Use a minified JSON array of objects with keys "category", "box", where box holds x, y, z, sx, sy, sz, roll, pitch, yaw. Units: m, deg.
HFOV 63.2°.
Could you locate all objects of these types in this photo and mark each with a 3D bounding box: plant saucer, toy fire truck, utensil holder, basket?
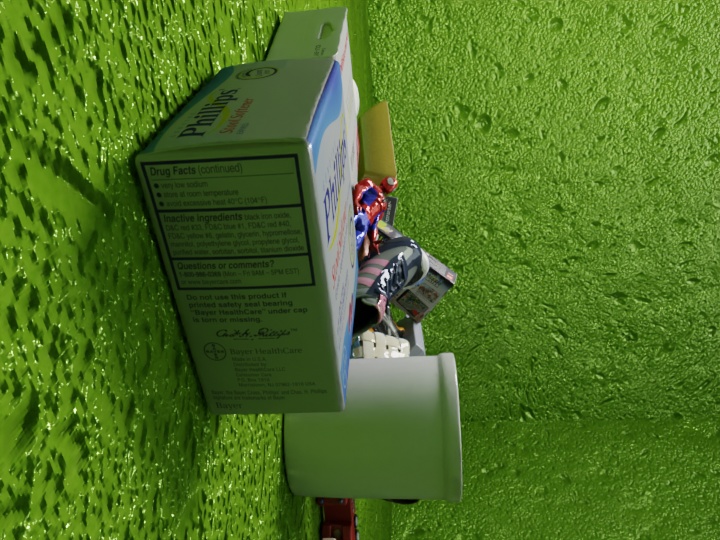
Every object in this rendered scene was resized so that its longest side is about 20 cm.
[{"category":"plant saucer","box":[-0.001,-0.188,1.107,0.201,0.048,0.203,125,-33,-50]},{"category":"toy fire truck","box":[-0.037,0.397,0.836,0.141,0.048,0.204,-41,126,-79]},{"category":"utensil holder","box":[0.018,0.190,0.711,0.170,0.196,0.174,-2,90,-86]},{"category":"basket","box":[-0.003,0.193,0.914,0.201,0.137,0.179,121,-26,-45]}]

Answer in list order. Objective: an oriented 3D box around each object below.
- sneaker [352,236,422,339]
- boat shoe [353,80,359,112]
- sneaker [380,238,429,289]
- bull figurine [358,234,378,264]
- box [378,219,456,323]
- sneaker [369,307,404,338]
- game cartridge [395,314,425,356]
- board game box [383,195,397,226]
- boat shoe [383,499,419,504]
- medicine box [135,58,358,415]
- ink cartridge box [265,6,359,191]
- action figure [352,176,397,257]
[{"category":"sneaker","box":[0.017,0.030,0.684,0.081,0.199,0.071,17,-43,50]},{"category":"boat shoe","box":[-0.049,-0.281,0.901,0.200,0.069,0.071,60,28,-61]},{"category":"sneaker","box":[0.066,-0.009,0.889,0.200,0.076,0.077,170,-85,-75]},{"category":"bull figurine","box":[0.000,0.000,0.819,0.200,0.064,0.124,76,9,-77]},{"category":"box","box":[0.055,-0.007,1.009,0.110,0.199,0.035,-51,-175,34]},{"category":"sneaker","box":[0.007,0.053,1.001,0.078,0.077,0.202,-2,-64,64]},{"category":"game cartridge","box":[0.035,0.173,1.044,0.041,0.200,0.134,43,20,-14]},{"category":"board game box","box":[0.012,-0.078,1.137,0.200,0.028,0.138,-159,-103,-69]},{"category":"boat shoe","box":[0.016,0.286,0.838,0.200,0.072,0.061,30,23,-36]},{"category":"medicine box","box":[-0.062,-0.030,0.435,0.183,0.101,0.203,-84,172,-57]},{"category":"ink cartridge box","box":[-0.051,-0.197,0.725,0.147,0.082,0.202,-86,172,-46]},{"category":"action figure","box":[-0.005,-0.052,0.693,0.201,0.051,0.066,-57,130,-40]}]
